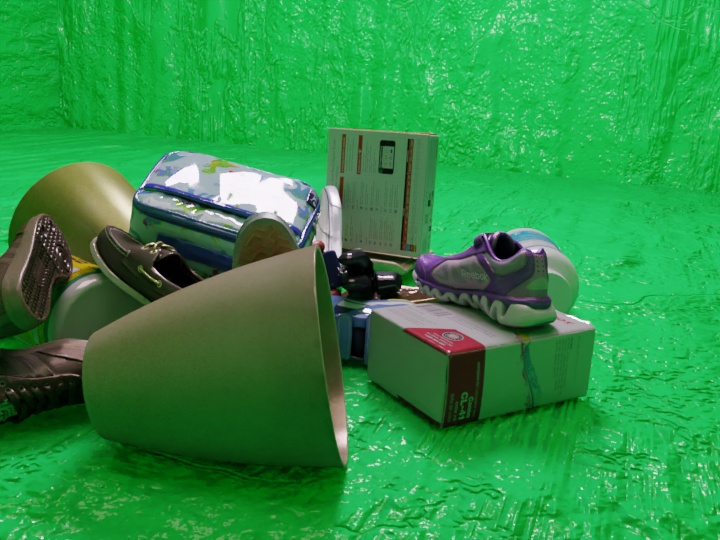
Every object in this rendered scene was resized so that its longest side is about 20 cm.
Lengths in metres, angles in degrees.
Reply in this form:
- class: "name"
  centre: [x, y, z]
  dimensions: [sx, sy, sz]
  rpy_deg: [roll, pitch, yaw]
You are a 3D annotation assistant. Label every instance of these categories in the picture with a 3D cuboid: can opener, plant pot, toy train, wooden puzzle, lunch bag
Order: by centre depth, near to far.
- class: "plant pot"
  centre: [-0.121, 0.084, 0.673]
  dimensions: [0.200, 0.188, 0.187]
  rpy_deg: [-8, 14, 1]
- class: "lunch bag"
  centre: [-0.149, -0.057, 0.898]
  dimensions: [0.200, 0.083, 0.161]
  rpy_deg: [18, 33, 1]
- class: "can opener"
  centre: [0.000, 0.000, 0.966]
  dimensions: [0.078, 0.064, 0.200]
  rpy_deg: [-16, -9, 9]
- class: "plant pot"
  centre: [-0.315, -0.015, 1.020]
  dimensions: [0.200, 0.187, 0.187]
  rpy_deg: [32, 28, 33]
- class: "toy train"
  centre: [-0.125, 0.028, 1.075]
  dimensions: [0.200, 0.085, 0.116]
  rpy_deg: [-19, 1, -7]
- class: "wooden puzzle"
  centre: [0.012, -0.019, 1.357]
  dimensions: [0.185, 0.037, 0.200]
  rpy_deg: [8, 11, 19]

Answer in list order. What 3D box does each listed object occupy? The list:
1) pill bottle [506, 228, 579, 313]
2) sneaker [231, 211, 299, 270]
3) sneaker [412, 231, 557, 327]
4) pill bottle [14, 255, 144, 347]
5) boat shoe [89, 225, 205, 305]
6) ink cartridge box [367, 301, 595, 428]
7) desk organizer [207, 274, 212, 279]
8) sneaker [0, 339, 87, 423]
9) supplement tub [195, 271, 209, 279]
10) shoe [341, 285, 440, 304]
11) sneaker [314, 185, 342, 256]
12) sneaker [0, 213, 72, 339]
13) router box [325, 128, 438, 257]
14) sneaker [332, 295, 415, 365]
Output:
- class: "pill bottle"
  centre: [0.245, 0.011, 1.132]
  dimensions: [0.111, 0.111, 0.200]
  rpy_deg: [4, 15, 1]
- class: "sneaker"
  centre: [-0.086, 0.019, 0.788]
  dimensions: [0.071, 0.200, 0.080]
  rpy_deg: [-9, 36, -4]
- class: "sneaker"
  centre: [0.135, -0.003, 0.868]
  dimensions: [0.080, 0.089, 0.200]
  rpy_deg: [-7, 15, -33]
- class: "pill bottle"
  centre: [-0.332, 0.039, 0.881]
  dimensions: [0.200, 0.113, 0.113]
  rpy_deg: [16, 19, 42]
- class: "boat shoe"
  centre: [-0.197, 0.008, 0.798]
  dimensions: [0.200, 0.060, 0.072]
  rpy_deg: [39, 17, 28]
- class: "ink cartridge box"
  centre: [0.127, 0.089, 0.852]
  dimensions: [0.200, 0.086, 0.148]
  rpy_deg: [-3, 15, -30]
- class: "desk organizer"
  centre: [-0.132, 0.034, 0.911]
  dimensions: [0.077, 0.072, 0.200]
  rpy_deg: [8, 35, 7]
- class: "sneaker"
  centre: [-0.307, 0.110, 0.715]
  dimensions: [0.200, 0.071, 0.076]
  rpy_deg: [3, 41, -13]
- class: "supplement tub"
  centre: [-0.213, -0.041, 1.122]
  dimensions: [0.122, 0.123, 0.200]
  rpy_deg: [-3, 2, -25]
- class: "shoe"
  centre: [0.061, 0.051, 1.056]
  dimensions: [0.200, 0.053, 0.070]
  rpy_deg: [-6, 28, 9]
- class: "sneaker"
  centre: [-0.064, -0.057, 1.249]
  dimensions: [0.071, 0.073, 0.200]
  rpy_deg: [0, 49, -2]
- class: "sneaker"
  centre: [-0.329, 0.003, 0.750]
  dimensions: [0.075, 0.071, 0.200]
  rpy_deg: [-20, 23, -2]
- class: "router box"
  centre: [0.031, -0.132, 1.315]
  dimensions: [0.179, 0.200, 0.049]
  rpy_deg: [9, 12, 24]
- class: "sneaker"
  centre: [0.001, 0.072, 0.917]
  dimensions: [0.200, 0.074, 0.082]
  rpy_deg: [-5, 19, -25]
